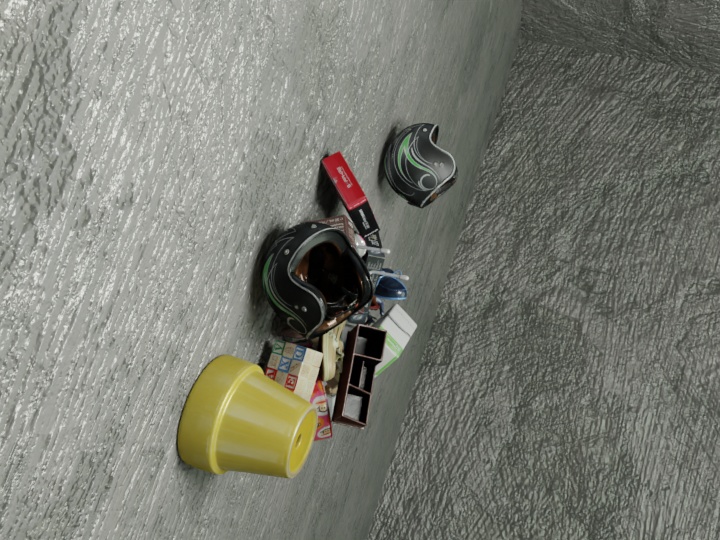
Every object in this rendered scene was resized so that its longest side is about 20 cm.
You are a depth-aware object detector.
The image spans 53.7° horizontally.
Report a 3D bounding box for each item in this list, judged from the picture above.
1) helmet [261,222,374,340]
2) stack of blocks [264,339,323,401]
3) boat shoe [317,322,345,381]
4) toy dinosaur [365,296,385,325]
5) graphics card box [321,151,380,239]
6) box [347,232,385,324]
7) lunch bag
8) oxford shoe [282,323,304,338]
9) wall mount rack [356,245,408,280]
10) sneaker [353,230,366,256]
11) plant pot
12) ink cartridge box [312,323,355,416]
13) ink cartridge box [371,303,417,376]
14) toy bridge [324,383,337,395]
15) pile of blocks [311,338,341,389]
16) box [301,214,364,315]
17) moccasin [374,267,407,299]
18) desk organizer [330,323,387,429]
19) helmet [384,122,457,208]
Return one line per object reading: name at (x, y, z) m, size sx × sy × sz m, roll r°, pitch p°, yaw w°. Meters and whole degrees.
helmet at (-0.090, 0.011, 1.321) m, size 0.200 × 0.191 × 0.200 m, roll -33°, pitch 170°, yaw -7°
stack of blocks at (-0.161, 0.244, 1.413) m, size 0.059 × 0.115 × 0.200 m, roll 29°, pitch 75°, yaw -53°
boat shoe at (-0.054, 0.143, 1.488) m, size 0.073 × 0.063 × 0.200 m, roll 109°, pitch -13°, yaw -48°
toy dinosaur at (0.030, 0.057, 1.900) m, size 0.200 × 0.105 × 0.182 m, roll 103°, pitch -28°, yaw -61°
graphics card box at (-0.019, -0.159, 1.543) m, size 0.051 × 0.126 × 0.200 m, roll -29°, pitch 159°, yaw -1°
box at (0.006, 0.010, 1.767) m, size 0.160 × 0.043 × 0.200 m, roll -100°, pitch -156°, yaw -58°
lunch bag at (-0.114, 0.249, 1.514) m, size 0.176 × 0.082 × 0.200 m, roll 90°, pitch -15°, yaw -48°
oxford shoe at (-0.125, 0.075, 1.516) m, size 0.200 × 0.072 × 0.071 m, roll -83°, pitch 166°, yaw -63°
wall mount rack at (0.000, 0.000, 1.573) m, size 0.200 × 0.173 × 0.075 m, roll 51°, pitch 16°, yaw -52°
sneaker at (-0.048, -0.023, 1.667) m, size 0.087 × 0.074 × 0.200 m, roll -26°, pitch 165°, yaw -20°
plant pot at (-0.184, 0.268, 1.236) m, size 0.201 × 0.188 × 0.201 m, roll 15°, pitch 90°, yaw -74°
ink cartridge box at (-0.075, 0.250, 1.808) m, size 0.145 × 0.084 × 0.200 m, roll -56°, pitch 155°, yaw -49°
ink cartridge box at (0.044, 0.184, 1.737) m, size 0.145 × 0.084 × 0.200 m, roll -44°, pitch 180°, yaw 25°
toy bridge at (-0.115, 0.311, 1.663) m, size 0.067 × 0.027 × 0.200 m, roll -10°, pitch 155°, yaw -38°
pile of blocks at (-0.059, 0.192, 1.636) m, size 0.062 × 0.082 × 0.200 m, roll -43°, pitch -144°, yaw 14°
box at (-0.058, -0.005, 1.456) m, size 0.075 × 0.100 × 0.201 m, roll 36°, pitch 45°, yaw -74°
moccasin at (0.055, 0.025, 1.774) m, size 0.200 × 0.080 × 0.068 m, roll 26°, pitch -69°, yaw 62°
desk organizer at (-0.001, 0.217, 1.467) m, size 0.077 × 0.072 × 0.200 m, roll 130°, pitch -27°, yaw -65°
helmet at (0.159, -0.287, 1.896) m, size 0.200 × 0.191 × 0.200 m, roll -40°, pitch 173°, yaw -6°
